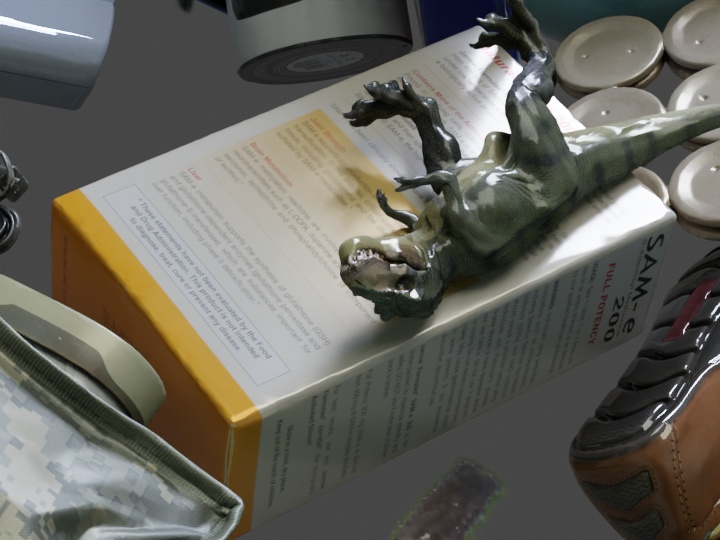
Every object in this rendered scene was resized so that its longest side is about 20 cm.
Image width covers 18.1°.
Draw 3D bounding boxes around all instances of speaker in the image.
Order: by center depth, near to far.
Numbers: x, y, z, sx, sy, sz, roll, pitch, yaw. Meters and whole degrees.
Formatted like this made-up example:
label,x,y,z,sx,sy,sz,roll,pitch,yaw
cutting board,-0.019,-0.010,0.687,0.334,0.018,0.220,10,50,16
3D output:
label,x,y,z,sx,sy,sz,roll,pitch,yaw
speaker,-0.031,-0.188,1.001,0.081,0.081,0.200,-5,83,-27

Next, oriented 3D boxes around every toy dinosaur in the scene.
label,x,y,z,sx,sy,sz,roll,pitch,yaw
toy dinosaur,0.053,-0.047,0.821,0.200,0.047,0.088,-28,71,-30

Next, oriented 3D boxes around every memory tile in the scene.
label,x,y,z,sx,sy,sz,roll,pitch,yaw
memory tile,0.131,-0.062,0.963,0.200,0.017,0.153,-10,42,14

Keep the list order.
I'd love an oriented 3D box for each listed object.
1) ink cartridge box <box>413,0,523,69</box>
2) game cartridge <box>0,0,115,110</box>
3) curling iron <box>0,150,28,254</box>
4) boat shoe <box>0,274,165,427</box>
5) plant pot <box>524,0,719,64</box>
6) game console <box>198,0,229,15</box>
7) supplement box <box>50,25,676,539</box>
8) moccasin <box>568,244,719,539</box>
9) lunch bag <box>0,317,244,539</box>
label,x,y,z,sx,sy,sz,roll,pitch,yaw
ink cartridge box,0.032,-0.167,0.949,0.043,0.196,0.200,-8,44,2
game cartridge,-0.177,-0.156,0.997,0.133,0.040,0.200,12,42,-31
curling iron,-0.129,0.027,0.822,0.050,0.026,0.200,-26,53,2
boat shoe,-0.166,0.027,0.774,0.200,0.075,0.068,20,64,28
plant pot,0.138,-0.189,1.070,0.161,0.201,0.201,-3,43,-10
game console,-0.086,-0.224,1.030,0.200,0.171,0.118,22,6,-33
supplement box,0.000,0.000,0.852,0.200,0.074,0.126,-24,54,-26
moccasin,0.157,0.041,0.894,0.078,0.074,0.201,58,41,-17
lunch bag,-0.161,0.074,0.622,0.200,0.164,0.118,38,40,2
